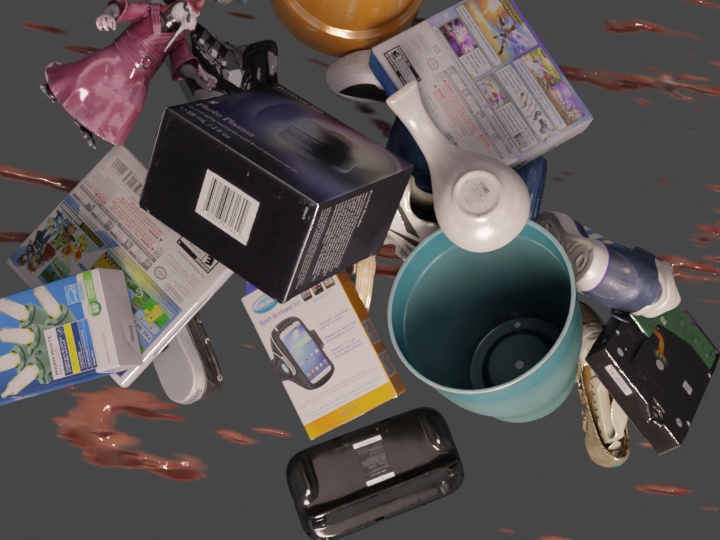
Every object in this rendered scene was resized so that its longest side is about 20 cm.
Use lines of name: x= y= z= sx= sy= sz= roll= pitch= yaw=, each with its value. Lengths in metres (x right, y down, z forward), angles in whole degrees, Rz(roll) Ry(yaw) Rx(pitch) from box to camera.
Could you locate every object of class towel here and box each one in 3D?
towel: x=0.125 y=-0.120 z=1.240 sx=0.198 sy=0.049 sz=0.113 roll=16 pitch=76 yaw=-8

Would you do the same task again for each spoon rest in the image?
spoon rest: x=0.101 y=-0.108 z=1.092 sx=0.099 sy=0.061 sz=0.201 roll=-34 pitch=73 yaw=2

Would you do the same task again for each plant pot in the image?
plant pot: x=0.154 y=0.070 z=1.122 sx=0.198 sy=0.188 sz=0.202 roll=-11 pitch=60 yaw=20
plant pot: x=-0.002 y=-0.374 z=1.189 sx=0.198 sy=0.183 sz=0.203 roll=2 pitch=80 yaw=-11

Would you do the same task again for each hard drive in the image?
hard drive: x=0.342 y=0.101 z=1.197 sx=0.140 sy=0.038 sz=0.200 roll=51 pitch=42 yaw=-4

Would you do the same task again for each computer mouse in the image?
computer mouse: x=0.057 y=-0.230 z=1.232 sx=0.197 sy=0.044 sz=0.111 roll=3 pitch=50 yaw=-10

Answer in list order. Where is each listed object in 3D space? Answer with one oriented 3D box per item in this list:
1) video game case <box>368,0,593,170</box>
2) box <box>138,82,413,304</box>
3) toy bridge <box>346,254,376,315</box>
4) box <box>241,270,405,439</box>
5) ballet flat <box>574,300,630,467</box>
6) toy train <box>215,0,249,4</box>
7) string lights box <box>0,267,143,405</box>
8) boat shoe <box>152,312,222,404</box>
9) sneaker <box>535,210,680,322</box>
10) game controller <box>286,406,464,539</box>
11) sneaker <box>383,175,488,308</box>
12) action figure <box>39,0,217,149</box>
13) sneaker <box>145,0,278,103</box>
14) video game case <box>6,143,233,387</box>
video game case: x=0.136 y=-0.206 z=1.182 sx=0.180 sy=0.045 sz=0.201 roll=-30 pitch=79 yaw=-12
box: x=-0.085 y=-0.091 z=1.077 sx=0.199 sy=0.198 sz=0.124 roll=33 pitch=119 yaw=18
toy bridge: x=0.000 y=0.000 z=1.184 sx=0.027 sy=0.067 sz=0.203 roll=7 pitch=79 yaw=-10
box: x=-0.047 y=0.071 z=1.147 sx=0.118 sy=0.041 sz=0.202 roll=-28 pitch=84 yaw=20
ballet flat: x=0.285 y=0.130 z=1.214 sx=0.067 sy=0.075 sz=0.203 roll=-8 pitch=81 yaw=-13
toy train: x=-0.201 y=-0.377 z=1.186 sx=0.199 sy=0.087 sz=0.115 roll=32 pitch=56 yaw=1
string lights box: x=-0.333 y=0.074 z=1.067 sx=0.198 sy=0.059 sz=0.104 roll=-16 pitch=83 yaw=12
boat shoe: x=-0.207 y=0.053 z=1.138 sx=0.056 sy=0.068 sz=0.202 roll=4 pitch=60 yaw=-55
sneaker: x=0.283 y=0.000 z=1.190 sx=0.145 sy=0.200 sz=0.081 roll=21 pitch=98 yaw=-17
game controller: x=0.018 y=0.228 z=1.167 sx=0.198 sy=0.042 sz=0.105 roll=-18 pitch=70 yaw=-14
sneaker: x=0.097 y=-0.032 z=1.176 sx=0.199 sy=0.088 sz=0.075 roll=37 pitch=44 yaw=-23
action figure: x=-0.240 y=-0.228 z=1.123 sx=0.200 sy=0.149 sz=0.134 roll=-44 pitch=113 yaw=0
sneaker: x=-0.163 y=-0.253 z=1.195 sx=0.113 sy=0.075 sz=0.201 roll=-30 pitch=90 yaw=-18
video game case: x=-0.256 y=-0.009 z=1.110 sx=0.200 sy=0.022 sz=0.182 roll=43 pitch=88 yaw=15
